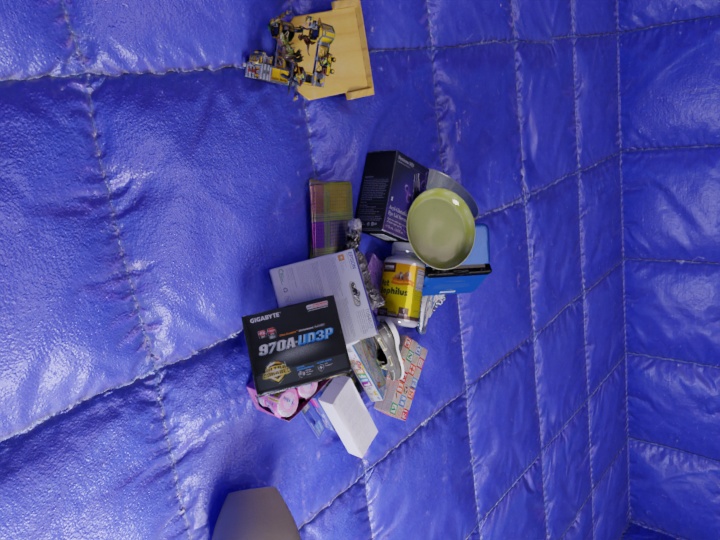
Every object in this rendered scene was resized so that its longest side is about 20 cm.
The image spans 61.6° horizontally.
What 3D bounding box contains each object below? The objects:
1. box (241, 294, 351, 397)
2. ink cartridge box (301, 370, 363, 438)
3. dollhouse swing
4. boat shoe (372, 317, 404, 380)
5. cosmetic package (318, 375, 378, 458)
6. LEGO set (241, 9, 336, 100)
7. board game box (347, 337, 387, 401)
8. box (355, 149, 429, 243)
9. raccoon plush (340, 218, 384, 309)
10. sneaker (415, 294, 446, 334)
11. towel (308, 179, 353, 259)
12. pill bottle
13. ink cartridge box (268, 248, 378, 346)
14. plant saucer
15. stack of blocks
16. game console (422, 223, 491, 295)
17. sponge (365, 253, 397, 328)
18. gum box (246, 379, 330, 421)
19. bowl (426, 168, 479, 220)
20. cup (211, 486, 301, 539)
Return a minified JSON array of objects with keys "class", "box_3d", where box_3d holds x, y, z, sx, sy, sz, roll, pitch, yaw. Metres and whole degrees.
[{"class":"box","box_3d":[-0.130,0.152,1.224,0.195,0.046,0.163,-12,78,-13]},{"class":"ink cartridge box","box_3d":[-0.060,0.296,1.466,0.200,0.041,0.121,-48,126,-32]},{"class":"dollhouse swing","box_3d":[-0.066,-0.492,1.376,0.182,0.171,0.205,-89,168,-72]},{"class":"boat shoe","box_3d":[0.065,0.205,1.495,0.059,0.072,0.205,-26,133,-15]},{"class":"cosmetic package","box_3d":[-0.027,0.348,1.442,0.083,0.050,0.203,-51,132,-36]},{"class":"LEGO set","box_3d":[-0.151,-0.432,1.189,0.114,0.198,0.158,-4,118,-45]},{"class":"board game box","box_3d":[0.015,0.206,1.501,0.136,0.033,0.203,-74,145,-48]},{"class":"box","box_3d":[0.079,-0.182,1.521,0.146,0.103,0.206,15,83,-47]},{"class":"raccoon plush","box_3d":[0.000,0.000,1.396,0.096,0.133,0.204,-27,135,-37]},{"class":"sneaker","box_3d":[0.200,0.080,1.680,0.083,0.077,0.206,12,86,-8]},{"class":"towel","box_3d":[-0.069,-0.112,1.423,0.142,0.022,0.206,-11,103,-48]},{"class":"pill bottle","box_3d":[0.105,0.036,1.526,0.108,0.107,0.206,14,81,-47]},{"class":"ink cartridge box","box_3d":[-0.080,0.072,1.299,0.195,0.041,0.205,-14,80,-13]},{"class":"plant saucer","box_3d":[0.197,-0.103,1.513,0.195,0.031,0.206,2,84,-22]},{"class":"stack of blocks","box_3d":[0.102,0.287,1.630,0.114,0.058,0.205,34,69,-44]},{"class":"game console","box_3d":[0.241,-0.026,1.614,0.194,0.172,0.121,-2,60,-20]},{"class":"sponge","box_3d":[0.056,0.055,1.576,0.200,0.029,0.114,43,62,-40]},{"class":"gum box","box_3d":[-0.143,0.232,1.309,0.199,0.112,0.067,-41,123,-37]},{"class":"bowl","box_3d":[0.217,-0.172,1.658,0.197,0.202,0.108,-8,143,-47]},{"class":"cup","box_3d":[-0.214,0.523,1.226,0.198,0.197,0.147,17,58,-47]}]
